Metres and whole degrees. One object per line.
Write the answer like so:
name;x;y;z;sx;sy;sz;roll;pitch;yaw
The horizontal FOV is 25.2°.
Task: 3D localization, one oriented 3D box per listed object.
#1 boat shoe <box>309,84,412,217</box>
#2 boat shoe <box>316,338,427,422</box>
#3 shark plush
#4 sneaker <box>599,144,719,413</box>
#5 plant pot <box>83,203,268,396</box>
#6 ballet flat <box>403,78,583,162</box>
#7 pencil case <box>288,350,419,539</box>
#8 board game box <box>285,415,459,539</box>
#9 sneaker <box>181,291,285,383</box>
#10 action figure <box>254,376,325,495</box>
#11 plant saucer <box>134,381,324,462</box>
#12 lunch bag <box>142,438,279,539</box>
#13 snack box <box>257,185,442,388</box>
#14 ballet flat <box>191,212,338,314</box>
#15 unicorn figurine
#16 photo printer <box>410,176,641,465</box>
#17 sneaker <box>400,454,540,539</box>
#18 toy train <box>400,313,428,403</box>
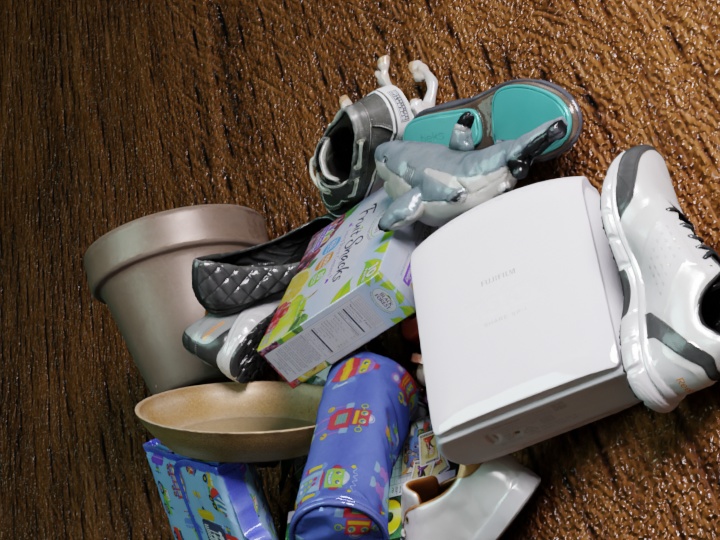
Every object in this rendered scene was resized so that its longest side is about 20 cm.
boat shoe;-0.014;-0.102;1.466;0.071;0.064;0.200;62;155;17
boat shoe;-0.010;0.077;1.445;0.200;0.069;0.057;28;90;42
shark plush;0.078;-0.087;1.290;0.200;0.091;0.084;-24;70;59
sneaker;0.220;-0.003;1.116;0.080;0.074;0.200;-27;55;36
plant pot;-0.178;0.046;1.713;0.200;0.200;0.175;-36;64;49
ballet flat;0.122;-0.120;1.333;0.200;0.073;0.073;-4;72;49
pencil case;-0.003;0.151;1.284;0.200;0.078;0.087;-75;-23;-55
board game box;0.013;0.187;1.373;0.200;0.023;0.105;-21;55;40
sneaker;-0.098;0.034;1.567;0.079;0.200;0.074;19;121;21
action figure;-0.043;0.105;1.548;0.200;0.055;0.118;-55;30;24
plant saucer;-0.098;0.135;1.425;0.200;0.200;0.036;15;107;62
lunch bag;-0.113;0.227;1.470;0.200;0.094;0.151;11;119;70
snack box;0.000;0.000;1.400;0.142;0.053;0.200;-32;19;28
ballet flat;-0.068;-0.018;1.529;0.066;0.200;0.057;33;141;47
unicorn figurine;0.035;-0.133;1.521;0.200;0.074;0.138;118;144;-50
photo printer;0.121;0.028;1.210;0.166;0.069;0.200;-23;50;22
sneaker;0.053;0.212;1.257;0.200;0.085;0.073;-56;-7;18
toy train;0.077;0.029;1.360;0.200;0.056;0.151;-35;46;50
